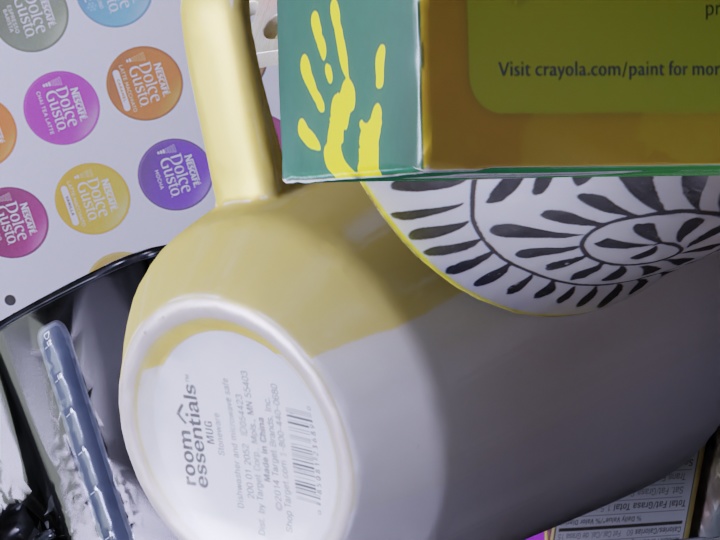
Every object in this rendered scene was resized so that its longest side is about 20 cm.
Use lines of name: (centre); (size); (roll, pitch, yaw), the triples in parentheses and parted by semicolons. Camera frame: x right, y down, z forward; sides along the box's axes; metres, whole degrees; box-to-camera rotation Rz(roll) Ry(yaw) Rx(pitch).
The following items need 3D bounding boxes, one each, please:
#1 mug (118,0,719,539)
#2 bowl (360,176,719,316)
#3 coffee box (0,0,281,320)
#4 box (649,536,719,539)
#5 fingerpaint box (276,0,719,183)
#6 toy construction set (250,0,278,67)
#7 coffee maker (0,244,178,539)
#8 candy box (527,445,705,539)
mug: (-0.001, 0.009, 0.740); (0.187, 0.153, 0.150); (50, 132, 11)
bowl: (0.085, -0.087, 0.645); (0.094, 0.200, 0.202); (2, 94, 45)
coffee box: (-0.105, -0.086, 1.084); (0.200, 0.196, 0.201); (-97, -9, -68)
box: (0.097, 0.197, 0.708); (0.201, 0.106, 0.149); (-111, 25, -47)
fingerpaint box: (0.082, -0.103, 0.539); (0.073, 0.199, 0.168); (1, 93, 64)
toy construction set: (-0.001, -0.069, 0.892); (0.132, 0.092, 0.200); (-60, -27, -21)
coffee maker: (-0.039, 0.100, 0.872); (0.135, 0.191, 0.201); (80, 172, -70)
candy box: (0.076, 0.000, 0.851); (0.117, 0.056, 0.201); (-119, 32, -58)
